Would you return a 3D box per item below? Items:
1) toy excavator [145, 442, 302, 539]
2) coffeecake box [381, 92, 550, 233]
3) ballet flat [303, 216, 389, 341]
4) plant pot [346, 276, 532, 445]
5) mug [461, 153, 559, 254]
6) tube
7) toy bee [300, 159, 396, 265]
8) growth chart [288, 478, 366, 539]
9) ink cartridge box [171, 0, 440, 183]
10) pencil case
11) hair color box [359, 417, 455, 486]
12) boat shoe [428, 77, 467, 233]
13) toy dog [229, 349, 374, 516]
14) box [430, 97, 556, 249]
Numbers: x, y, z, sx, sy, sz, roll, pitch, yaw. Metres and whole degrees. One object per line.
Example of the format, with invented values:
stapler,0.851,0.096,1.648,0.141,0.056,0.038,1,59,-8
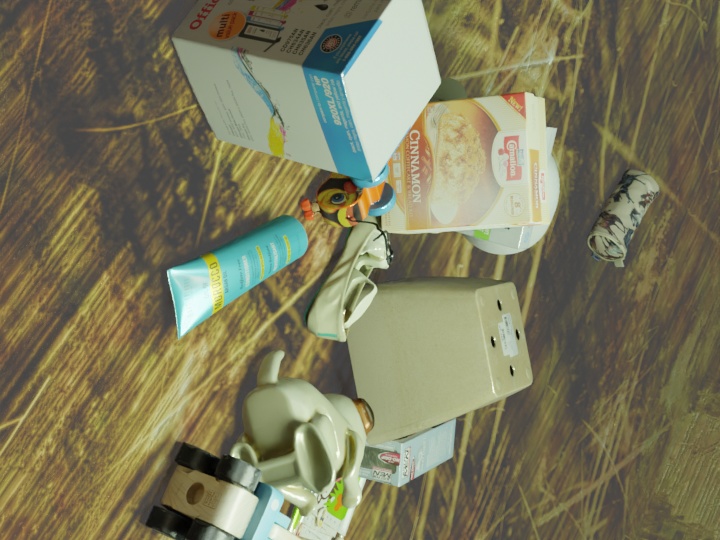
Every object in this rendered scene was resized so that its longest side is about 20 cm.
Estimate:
toy excavator,-0.102,0.282,1.508,0.200,0.193,0.101,40,68,-47
coffeecake box,0.125,-0.128,1.688,0.073,0.198,0.156,0,87,-63
ballet flat,0.000,0.000,1.711,0.202,0.069,0.070,-63,152,-20
plant pot,0.109,0.100,1.784,0.199,0.175,0.203,-8,86,-61
mug,0.190,-0.139,1.898,0.146,0.202,0.176,-23,166,-4
tube,-0.135,-0.002,1.474,0.199,0.050,0.078,-33,121,-46
toy bee,-0.015,-0.099,1.608,0.201,0.107,0.132,-78,161,-59
growth chart,-0.042,0.304,1.864,0.200,0.018,0.146,28,79,-65
ink cartridge box,-0.051,-0.205,1.338,0.148,0.198,0.145,-57,148,-28
pencil case,0.500,-0.104,2.621,0.201,0.077,0.090,-56,128,-32
hair color box,0.050,0.237,1.892,0.200,0.098,0.062,-11,108,-65
boat shoe,0.103,-0.153,1.832,0.063,0.073,0.204,-84,179,-80
toy dog,-0.065,0.199,1.652,0.199,0.139,0.196,13,52,-63
box,0.134,-0.127,1.748,0.041,0.198,0.158,-8,113,-64
